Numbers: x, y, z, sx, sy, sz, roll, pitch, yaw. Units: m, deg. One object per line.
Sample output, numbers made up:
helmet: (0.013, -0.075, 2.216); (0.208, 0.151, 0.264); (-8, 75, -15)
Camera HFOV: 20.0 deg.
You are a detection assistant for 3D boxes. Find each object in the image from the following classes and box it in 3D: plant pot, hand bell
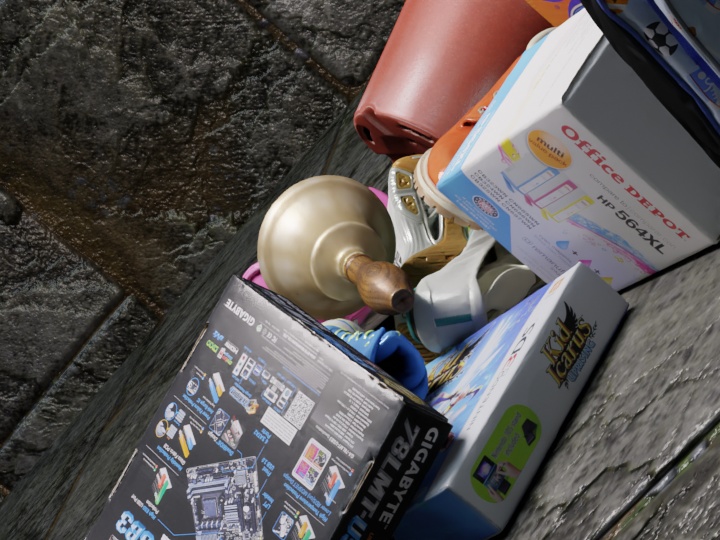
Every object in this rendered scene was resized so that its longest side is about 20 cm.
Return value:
plant pot: (0.101, -0.177, 1.784); (0.196, 0.200, 0.201); (-60, 11, -14)
hand bell: (0.000, 0.000, 1.373); (0.104, 0.104, 0.200); (-50, 17, -2)

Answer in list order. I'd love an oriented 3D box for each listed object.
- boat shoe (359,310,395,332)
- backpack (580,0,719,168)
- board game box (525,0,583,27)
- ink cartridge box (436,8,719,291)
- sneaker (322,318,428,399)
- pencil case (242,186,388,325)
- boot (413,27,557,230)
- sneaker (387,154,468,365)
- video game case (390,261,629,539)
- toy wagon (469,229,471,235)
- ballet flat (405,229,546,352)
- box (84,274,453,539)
boat shoe: (-0.002, 0.092, 1.555); (0.200, 0.072, 0.066); (-46, 1, -30)
backpack: (0.227, -0.157, 1.049); (0.190, 0.200, 0.154); (-44, 13, -1)
board game box: (0.229, -0.294, 1.527); (0.200, 0.200, 0.200); (-55, 9, -29)
ink cartridge box: (0.160, -0.083, 1.231); (0.126, 0.128, 0.200); (-54, 9, -24)
sneaker: (0.007, 0.072, 1.319); (0.105, 0.076, 0.200); (-37, 18, 21)
pencil case: (-0.018, 0.003, 1.579); (0.200, 0.093, 0.092); (-47, -33, -59)
boot: (0.104, -0.105, 1.436); (0.200, 0.075, 0.108); (-48, -11, -53)
sneaker: (0.056, 0.011, 1.525); (0.088, 0.075, 0.201); (98, 173, -50)
video game case: (0.060, 0.103, 1.245); (0.182, 0.045, 0.200); (-55, 9, -34)
toy wagon: (0.128, -0.059, 1.603); (0.156, 0.039, 0.200); (-55, 9, -29)
ballet flat: (0.097, 0.004, 1.406); (0.069, 0.070, 0.200); (-45, -3, 32)
box: (-0.061, 0.129, 1.211); (0.200, 0.049, 0.200); (33, 96, 50)
